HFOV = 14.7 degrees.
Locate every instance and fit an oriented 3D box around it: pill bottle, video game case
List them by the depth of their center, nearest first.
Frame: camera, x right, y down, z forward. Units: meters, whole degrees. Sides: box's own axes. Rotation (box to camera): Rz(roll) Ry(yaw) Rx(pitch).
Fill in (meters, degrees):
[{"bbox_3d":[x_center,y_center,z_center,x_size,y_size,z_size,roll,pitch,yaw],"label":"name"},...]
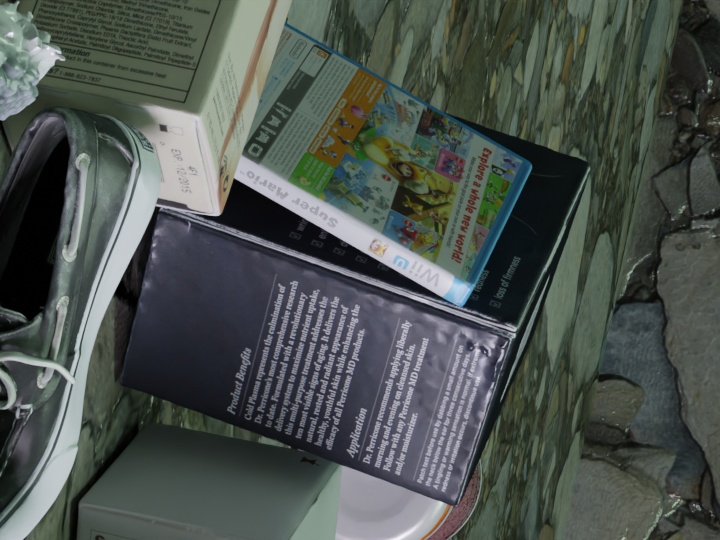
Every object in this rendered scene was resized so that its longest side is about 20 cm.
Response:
[{"bbox_3d":[-0.014,-0.068,1.455,0.018,0.200,0.143,-61,180,32],"label":"video game case"},{"bbox_3d":[0.026,0.146,2.003,0.200,0.113,0.113,26,75,-77],"label":"pill bottle"}]

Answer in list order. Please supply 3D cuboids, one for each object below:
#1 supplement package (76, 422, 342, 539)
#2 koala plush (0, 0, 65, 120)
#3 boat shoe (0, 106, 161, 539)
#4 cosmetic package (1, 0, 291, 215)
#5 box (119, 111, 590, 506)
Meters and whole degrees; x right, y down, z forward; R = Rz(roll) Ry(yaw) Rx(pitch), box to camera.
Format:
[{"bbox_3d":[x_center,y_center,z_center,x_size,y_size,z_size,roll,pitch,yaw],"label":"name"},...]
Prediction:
[{"bbox_3d":[-0.086,0.202,1.515,0.117,0.117,0.201,-50,148,-66],"label":"supplement package"},{"bbox_3d":[-0.183,-0.031,0.674,0.178,0.199,0.184,-69,164,-45],"label":"koala plush"},{"bbox_3d":[-0.147,0.027,1.181,0.068,0.073,0.200,14,103,-60],"label":"boat shoe"},{"bbox_3d":[-0.087,-0.137,1.280,0.087,0.103,0.200,82,23,-60],"label":"cosmetic package"},{"bbox_3d":[0.000,0.000,1.523,0.200,0.196,0.124,-60,169,-57],"label":"box"}]
